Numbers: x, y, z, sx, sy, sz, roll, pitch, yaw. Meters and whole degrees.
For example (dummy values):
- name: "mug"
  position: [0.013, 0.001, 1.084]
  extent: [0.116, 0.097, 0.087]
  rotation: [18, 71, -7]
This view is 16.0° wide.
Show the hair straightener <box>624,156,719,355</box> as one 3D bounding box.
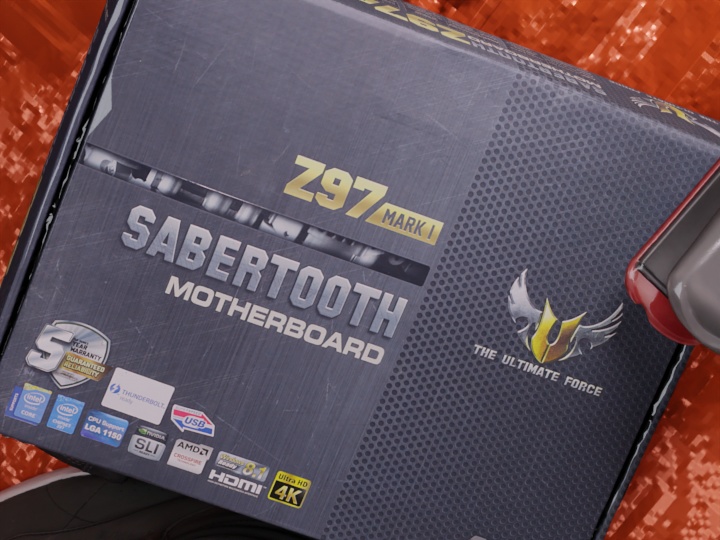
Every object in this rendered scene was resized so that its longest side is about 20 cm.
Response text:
- name: "hair straightener"
  position: [0.159, -0.053, 0.710]
  extent: [0.200, 0.077, 0.041]
  rotation: [-44, 103, -4]

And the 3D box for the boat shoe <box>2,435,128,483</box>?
- name: "boat shoe"
  position: [-0.043, -0.013, 0.818]
  extent: [0.066, 0.070, 0.200]
  rotation: [34, 103, -12]

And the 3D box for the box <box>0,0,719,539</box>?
- name: "box"
  position: [0.000, 0.000, 0.765]
  extent: [0.199, 0.051, 0.159]
  rotation: [20, 105, -13]

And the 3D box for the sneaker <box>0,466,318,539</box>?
- name: "sneaker"
  position: [-0.078, 0.107, 0.827]
  extent: [0.199, 0.099, 0.071]
  rotation: [-6, 98, 22]
